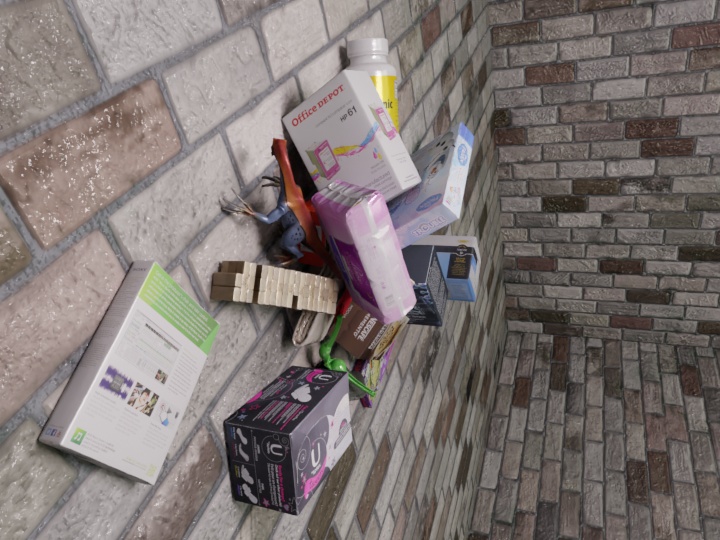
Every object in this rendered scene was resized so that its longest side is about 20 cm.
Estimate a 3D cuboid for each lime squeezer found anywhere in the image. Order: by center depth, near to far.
[{"bbox_3d":[-0.033,0.157,0.958,0.038,0.069,0.202,-102,173,-57],"label":"lime squeezer"}]

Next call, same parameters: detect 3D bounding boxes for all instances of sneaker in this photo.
[{"bbox_3d":[-0.042,0.209,1.023,0.200,0.075,0.093,-3,86,-70],"label":"sneaker"}]

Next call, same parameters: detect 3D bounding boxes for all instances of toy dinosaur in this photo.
[{"bbox_3d":[-0.093,-0.098,0.777,0.182,0.197,0.106,118,-17,-50],"label":"toy dinosaur"}]

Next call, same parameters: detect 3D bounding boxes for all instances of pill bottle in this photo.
[{"bbox_3d":[0.019,-0.344,1.061,0.111,0.109,0.204,-32,121,-63],"label":"pill bottle"}]

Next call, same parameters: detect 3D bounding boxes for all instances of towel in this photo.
[{"bbox_3d":[-0.051,0.036,0.926,0.203,0.034,0.132,-66,168,1],"label":"towel"}]

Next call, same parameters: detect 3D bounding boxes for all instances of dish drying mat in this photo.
[{"bbox_3d":[0.000,0.000,0.958,0.077,0.018,0.201,108,8,-54],"label":"dish drying mat"}]

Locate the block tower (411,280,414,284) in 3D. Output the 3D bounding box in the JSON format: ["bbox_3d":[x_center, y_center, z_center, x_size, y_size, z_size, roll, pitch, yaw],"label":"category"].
[{"bbox_3d":[0.043,0.010,1.031,0.054,0.058,0.200,-51,-165,1],"label":"block tower"}]

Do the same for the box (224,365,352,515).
[{"bbox_3d":[-0.099,0.251,0.828,0.200,0.113,0.135,-32,121,-63],"label":"box"}]

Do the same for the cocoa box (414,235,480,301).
[{"bbox_3d":[0.214,-0.006,1.448,0.134,0.196,0.133,56,42,-55],"label":"cocoa box"}]

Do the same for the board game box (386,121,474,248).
[{"bbox_3d":[0.092,-0.128,0.904,0.043,0.199,0.201,38,48,-24],"label":"board game box"}]

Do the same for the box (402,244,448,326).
[{"bbox_3d":[0.117,0.037,1.285,0.201,0.146,0.109,61,38,-50],"label":"box"}]

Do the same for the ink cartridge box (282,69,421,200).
[{"bbox_3d":[-0.015,-0.194,0.860,0.084,0.143,0.202,-30,93,-57],"label":"ink cartridge box"}]

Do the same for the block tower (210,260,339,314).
[{"bbox_3d":[-0.112,0.027,0.771,0.198,0.057,0.055,12,83,-49],"label":"block tower"}]

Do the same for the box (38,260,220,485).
[{"bbox_3d":[-0.237,0.112,0.588,0.145,0.036,0.203,62,39,-51],"label":"box"}]

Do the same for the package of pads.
[{"bbox_3d":[0.007,-0.029,0.803,0.075,0.120,0.202,-31,120,-17],"label":"package of pads"}]

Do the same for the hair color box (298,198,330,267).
[{"bbox_3d":[-0.046,-0.091,0.979,0.200,0.060,0.103,-48,143,-58],"label":"hair color box"}]

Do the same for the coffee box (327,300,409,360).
[{"bbox_3d":[0.022,0.110,1.064,0.114,0.079,0.200,-54,162,1],"label":"coffee box"}]

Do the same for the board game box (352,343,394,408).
[{"bbox_3d":[0.033,0.201,1.254,0.202,0.032,0.121,-65,145,-41],"label":"board game box"}]
